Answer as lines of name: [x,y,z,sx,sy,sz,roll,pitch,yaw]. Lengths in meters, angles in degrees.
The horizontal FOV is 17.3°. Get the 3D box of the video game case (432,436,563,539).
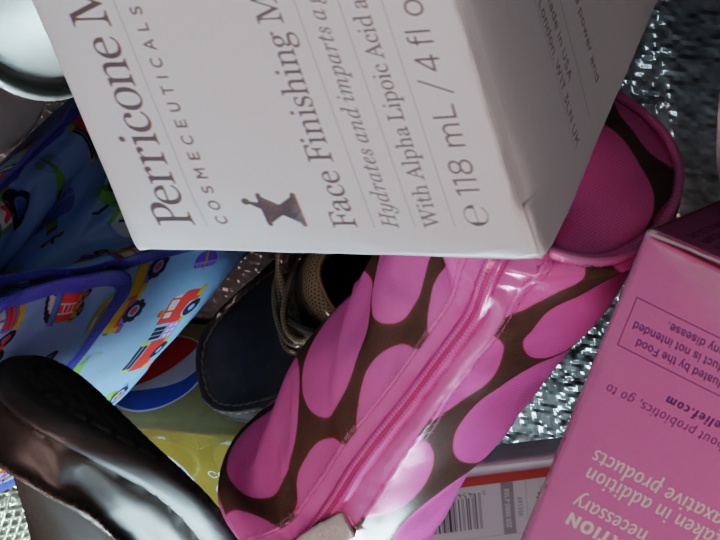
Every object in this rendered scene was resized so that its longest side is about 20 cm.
video game case: [0.069,0.158,0.889,0.142,0.017,0.201,-7,109,-3]

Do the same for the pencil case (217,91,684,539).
pencil case: [0.023,0.027,0.757,0.091,0.094,0.200,40,132,12]

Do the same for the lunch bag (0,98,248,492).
lunch bag: [-0.145,0.026,0.861,0.094,0.200,0.151,45,118,4]

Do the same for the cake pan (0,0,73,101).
cake pan: [-0.085,-0.151,0.695,0.037,0.201,0.201,-2,130,21]

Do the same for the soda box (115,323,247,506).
soda box: [-0.048,0.068,0.990,0.199,0.064,0.068,2,133,26]

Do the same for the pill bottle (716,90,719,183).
pill bottle: [0.213,-0.050,0.699,0.199,0.114,0.114,12,136,18]

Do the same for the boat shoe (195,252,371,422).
boat shoe: [0.000,0.000,0.875,0.073,0.075,0.200,7,149,-46]

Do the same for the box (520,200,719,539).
box: [0.121,0.084,0.754,0.096,0.176,0.201,25,108,19]

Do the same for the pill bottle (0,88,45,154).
pill bottle: [-0.219,-0.066,0.907,0.199,0.120,0.120,-13,124,37]

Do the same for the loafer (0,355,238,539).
loafer: [-0.083,0.101,0.841,0.073,0.071,0.200,38,171,39]

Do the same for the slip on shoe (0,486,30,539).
slip on shoe: [-0.182,0.046,1.049,0.061,0.074,0.200,35,161,49]

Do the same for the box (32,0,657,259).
box: [-0.002,-0.139,0.660,0.130,0.200,0.200,1,132,26]
